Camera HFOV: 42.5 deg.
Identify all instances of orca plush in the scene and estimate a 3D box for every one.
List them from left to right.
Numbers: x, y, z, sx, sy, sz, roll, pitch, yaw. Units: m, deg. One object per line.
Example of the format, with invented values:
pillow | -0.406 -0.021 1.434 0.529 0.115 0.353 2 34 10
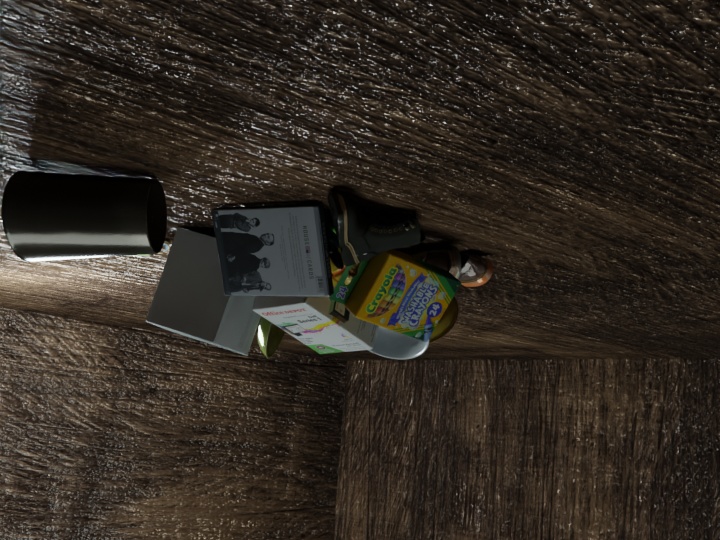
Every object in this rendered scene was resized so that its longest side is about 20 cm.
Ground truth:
orca plush | -0.109 -0.001 1.553 0.200 0.071 0.105 1 152 39

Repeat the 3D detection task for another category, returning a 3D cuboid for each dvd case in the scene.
dvd case | -0.144 -0.031 1.507 0.200 0.151 0.025 0 -165 25

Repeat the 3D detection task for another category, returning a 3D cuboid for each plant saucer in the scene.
plant saucer | -0.171 0.082 1.919 0.031 0.200 0.200 18 172 7

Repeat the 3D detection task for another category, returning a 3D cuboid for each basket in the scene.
basket | -0.403 -0.081 1.390 0.200 0.136 0.180 0 173 4

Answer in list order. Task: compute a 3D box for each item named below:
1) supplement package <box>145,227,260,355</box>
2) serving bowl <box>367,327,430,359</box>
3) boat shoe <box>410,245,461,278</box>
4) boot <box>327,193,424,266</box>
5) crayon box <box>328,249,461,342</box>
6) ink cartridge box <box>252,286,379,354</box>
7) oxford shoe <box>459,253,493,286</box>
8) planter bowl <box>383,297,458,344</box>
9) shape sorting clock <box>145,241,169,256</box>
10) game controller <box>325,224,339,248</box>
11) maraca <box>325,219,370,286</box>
supplement package | -0.281 0.043 1.783 0.147 0.191 0.200 16 172 15
serving bowl | 0.053 0.088 1.836 0.200 0.066 0.200 18 141 15
boat shoe | 0.117 0.000 1.721 0.072 0.076 0.200 -5 170 -27
boot | 0.027 -0.079 1.435 0.138 0.078 0.200 -13 163 1
crayon box | 0.061 0.036 1.587 0.200 0.126 0.052 21 -166 -34
ink cartridge box | -0.081 0.076 1.741 0.145 0.084 0.200 -9 145 41
oxford shoe | 0.158 -0.003 1.795 0.200 0.071 0.073 -15 144 43
planter bowl | 0.104 0.058 1.946 0.200 0.201 0.084 2 134 12
shape sorting clock | -0.481 -0.050 1.842 0.200 0.039 0.200 5 170 1
game controller | -0.121 -0.059 1.579 0.104 0.042 0.200 34 155 -33
maraca | -0.012 -0.025 1.617 0.137 0.107 0.200 -3 142 24
